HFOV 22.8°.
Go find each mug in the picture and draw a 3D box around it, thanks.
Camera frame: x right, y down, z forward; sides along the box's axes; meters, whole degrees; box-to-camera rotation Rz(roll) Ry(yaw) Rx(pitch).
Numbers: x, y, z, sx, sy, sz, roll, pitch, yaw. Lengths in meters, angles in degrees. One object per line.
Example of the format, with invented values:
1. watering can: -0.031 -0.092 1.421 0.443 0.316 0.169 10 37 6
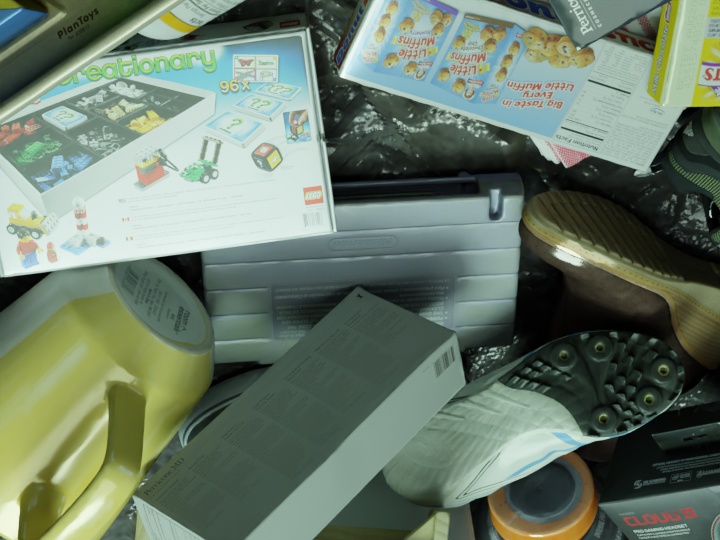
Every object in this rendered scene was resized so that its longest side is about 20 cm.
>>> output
1. mug: -0.159 0.081 1.080 0.153 0.187 0.149 -44 152 20

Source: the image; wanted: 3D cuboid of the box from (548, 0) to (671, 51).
1. box: 0.119 -0.233 0.877 0.141 0.079 0.200 -27 111 18

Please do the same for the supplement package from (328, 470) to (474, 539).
1. supplement package: 0.016 0.224 1.249 0.119 0.122 0.201 -3 129 -2

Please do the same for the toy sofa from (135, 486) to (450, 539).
1. toy sofa: -0.044 0.188 1.097 0.199 0.098 0.083 4 173 -1

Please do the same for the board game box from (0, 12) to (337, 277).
1. board game box: -0.119 -0.071 1.025 0.199 0.035 0.127 -7 114 0

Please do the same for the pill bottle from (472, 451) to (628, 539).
1. pill bottle: 0.134 0.200 1.232 0.106 0.107 0.200 -12 140 4

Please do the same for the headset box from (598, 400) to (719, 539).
1. headset box: 0.259 0.159 1.138 0.148 0.075 0.200 -16 126 41

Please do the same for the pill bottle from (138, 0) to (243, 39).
1. pill bottle: -0.084 -0.187 0.901 0.199 0.113 0.113 -28 127 16

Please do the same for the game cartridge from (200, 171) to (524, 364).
1. game cartridge: 0.000 0.000 1.120 0.199 0.039 0.130 -3 134 -4

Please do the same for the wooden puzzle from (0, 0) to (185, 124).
1. wooden puzzle: -0.174 -0.184 0.850 0.185 0.201 0.046 -30 168 19

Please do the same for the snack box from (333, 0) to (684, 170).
1. snack box: 0.089 -0.114 0.998 0.199 0.024 0.072 15 124 -20

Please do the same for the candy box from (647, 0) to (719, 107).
1. candy box: 0.261 -0.143 0.999 0.199 0.026 0.103 -2 119 -18

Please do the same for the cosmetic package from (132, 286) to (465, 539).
1. cosmetic package: -0.032 0.099 1.050 0.200 0.082 0.051 -42 140 -28

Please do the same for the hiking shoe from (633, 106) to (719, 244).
1. hiking shoe: 0.262 -0.049 1.094 0.199 0.076 0.100 27 143 -29

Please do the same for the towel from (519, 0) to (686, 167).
1. towel: 0.164 -0.155 1.014 0.199 0.030 0.147 -28 128 13

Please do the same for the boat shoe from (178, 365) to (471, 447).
1. boat shoe: -0.022 0.106 1.182 0.199 0.066 0.070 -7 130 -1

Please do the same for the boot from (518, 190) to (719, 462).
1. boot: 0.141 0.045 1.137 0.199 0.073 0.167 22 120 -33

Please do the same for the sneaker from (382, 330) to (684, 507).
1. sneaker: 0.108 0.090 1.117 0.199 0.072 0.072 -24 171 14
